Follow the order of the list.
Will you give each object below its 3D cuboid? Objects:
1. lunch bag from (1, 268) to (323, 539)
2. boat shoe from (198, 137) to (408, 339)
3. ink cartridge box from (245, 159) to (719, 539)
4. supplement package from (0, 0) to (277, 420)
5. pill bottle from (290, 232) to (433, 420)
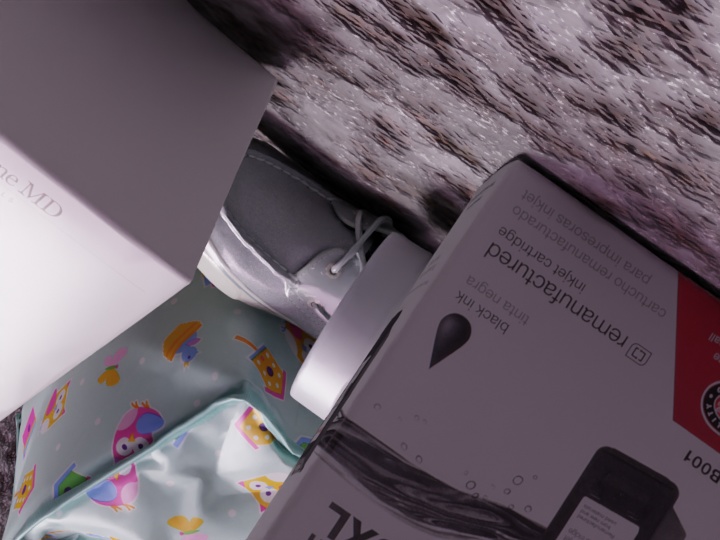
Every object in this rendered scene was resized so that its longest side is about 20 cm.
[{"bbox_3d":[-0.095,0.075,1.030,0.122,0.199,0.171,39,-150,-32],"label":"lunch bag"},{"bbox_3d":[0.000,0.001,0.946,0.201,0.070,0.071,41,149,-27],"label":"boat shoe"},{"bbox_3d":[0.052,0.088,0.741,0.145,0.201,0.083,34,171,-2],"label":"ink cartridge box"},{"bbox_3d":[-0.149,-0.028,0.823,0.121,0.120,0.200,39,134,-19],"label":"supplement package"},{"bbox_3d":[0.075,0.073,0.861,0.199,0.112,0.112,33,171,5],"label":"pill bottle"}]
